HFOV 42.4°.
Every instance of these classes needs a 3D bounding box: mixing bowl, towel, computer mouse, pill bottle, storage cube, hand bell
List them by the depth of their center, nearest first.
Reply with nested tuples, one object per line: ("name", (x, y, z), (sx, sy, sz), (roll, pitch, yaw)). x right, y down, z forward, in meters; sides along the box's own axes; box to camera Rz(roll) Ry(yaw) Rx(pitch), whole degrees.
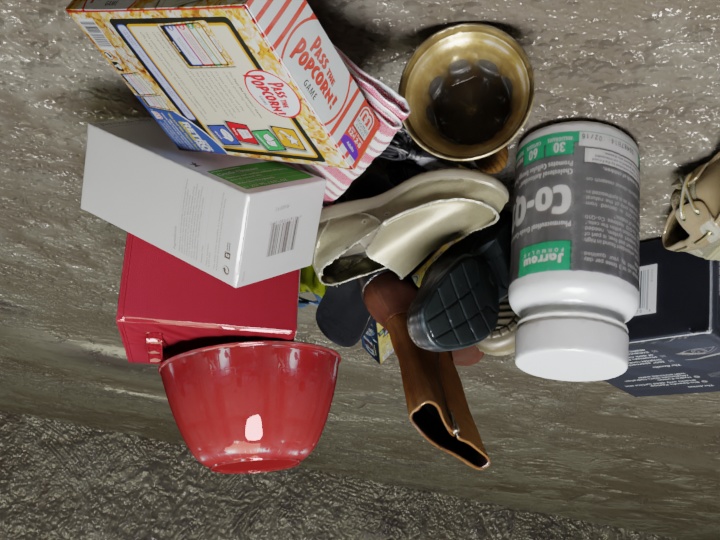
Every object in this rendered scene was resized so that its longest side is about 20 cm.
("towel", (-0.047, -0.134, 0.751), (0.146, 0.030, 0.200), (41, 157, -5))
("hand bell", (0.100, -0.115, 0.776), (0.102, 0.106, 0.200), (2, 171, 14))
("pill bottle", (0.186, -0.015, 0.806), (0.111, 0.204, 0.113), (5, 159, 2))
("computer mouse", (0.079, -0.089, 0.858), (0.198, 0.047, 0.140), (28, 171, -22))
("mixing bowl", (-0.113, 0.152, 0.981), (0.196, 0.111, 0.201), (-5, 161, -2))
("storage cube", (-0.157, 0.003, 0.996), (0.176, 0.204, 0.171), (5, 160, -8))

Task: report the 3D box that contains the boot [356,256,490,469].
("boot", (0.083, 0.091, 0.842), (0.068, 0.201, 0.188), (-34, 131, 11))

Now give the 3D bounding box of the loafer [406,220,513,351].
("loafer", (0.084, 0.019, 0.815), (0.071, 0.074, 0.199), (-15, -169, 34))

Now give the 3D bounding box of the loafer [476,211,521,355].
("loafer", (0.144, 0.018, 0.920), (0.075, 0.202, 0.068), (-11, 125, 19))

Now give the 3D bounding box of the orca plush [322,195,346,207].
("orca plush", (-0.009, -0.059, 1.003), (0.071, 0.105, 0.201), (-35, 146, -10))

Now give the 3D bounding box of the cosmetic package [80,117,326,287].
("cosmetic package", (-0.141, -0.066, 0.814), (0.198, 0.086, 0.107), (25, -155, 28))

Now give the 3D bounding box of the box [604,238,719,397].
("box", (0.350, 0.058, 1.051), (0.195, 0.120, 0.198), (-12, 150, 44))

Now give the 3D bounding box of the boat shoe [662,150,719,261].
("boat shoe", (0.312, -0.058, 0.836), (0.064, 0.074, 0.200), (3, 164, 11))

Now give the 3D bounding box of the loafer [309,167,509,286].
("loafer", (0.038, -0.031, 0.806), (0.197, 0.070, 0.075), (-16, 153, 30))

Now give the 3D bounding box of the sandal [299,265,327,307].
("sandal", (-0.042, 0.013, 1.157), (0.196, 0.081, 0.087), (7, 166, 27))

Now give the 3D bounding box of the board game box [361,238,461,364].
("board game box", (0.055, 0.023, 1.062), (0.035, 0.135, 0.201), (43, 166, 17))

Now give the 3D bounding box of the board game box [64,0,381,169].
("board game box", (-0.101, -0.147, 0.673), (0.197, 0.047, 0.152), (12, 151, 39))

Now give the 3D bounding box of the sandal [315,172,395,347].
("sandal", (0.000, 0.001, 0.908), (0.075, 0.043, 0.203), (28, 127, 17))
